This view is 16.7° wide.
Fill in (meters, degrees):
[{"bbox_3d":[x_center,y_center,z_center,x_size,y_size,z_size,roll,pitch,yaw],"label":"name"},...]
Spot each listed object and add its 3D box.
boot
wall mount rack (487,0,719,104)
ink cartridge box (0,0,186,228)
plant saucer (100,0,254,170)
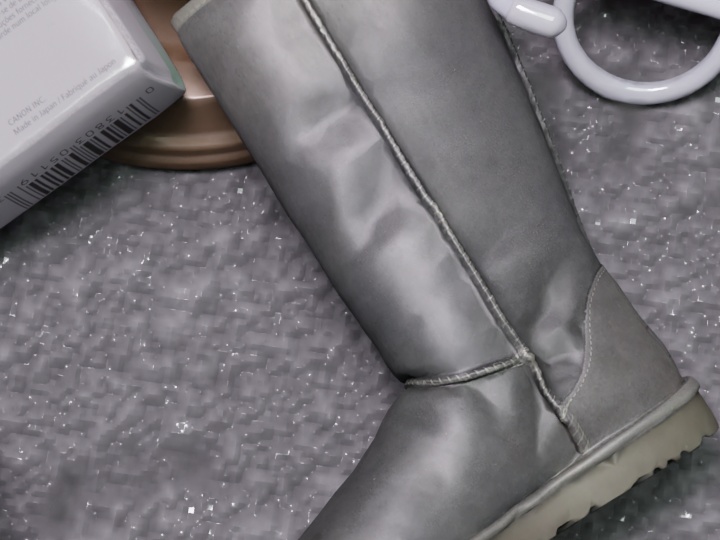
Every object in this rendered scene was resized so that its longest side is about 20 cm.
[{"bbox_3d":[-0.001,0.001,0.761,0.181,0.073,0.201,-31,91,-21],"label":"boot"},{"bbox_3d":[0.138,-0.116,0.751,0.173,0.201,0.075,16,32,-4],"label":"wall mount rack"},{"bbox_3d":[-0.175,-0.094,0.806,0.161,0.050,0.201,-35,73,6],"label":"ink cartridge box"},{"bbox_3d":[-0.058,-0.133,0.841,0.199,0.029,0.201,0,73,1],"label":"plant saucer"}]
